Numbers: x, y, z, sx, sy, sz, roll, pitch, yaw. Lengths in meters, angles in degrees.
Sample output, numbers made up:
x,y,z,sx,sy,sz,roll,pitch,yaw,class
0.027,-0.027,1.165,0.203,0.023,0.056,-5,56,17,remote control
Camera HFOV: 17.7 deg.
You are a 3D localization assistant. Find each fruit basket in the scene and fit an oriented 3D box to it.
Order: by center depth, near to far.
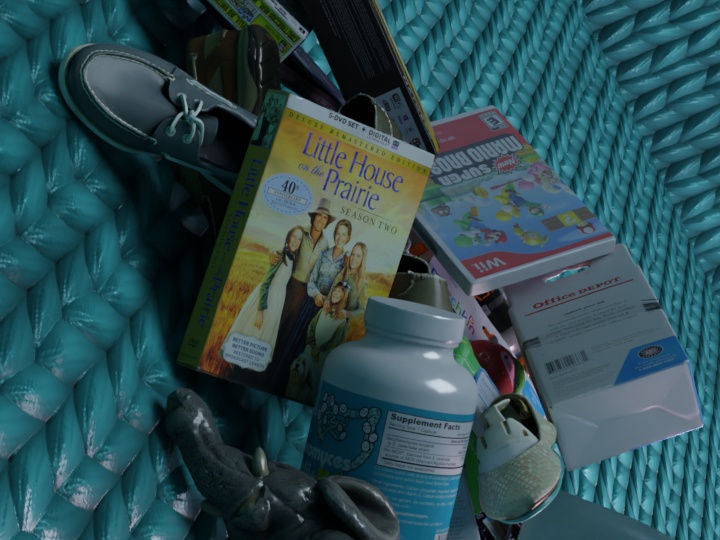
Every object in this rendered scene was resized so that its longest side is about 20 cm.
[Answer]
x,y,z,sx,sy,sz,roll,pitch,yaw,class
0.094,0.098,1.859,0.185,0.094,0.200,56,35,-18,fruit basket

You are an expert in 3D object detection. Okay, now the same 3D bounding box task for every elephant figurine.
x,y,z,sx,sy,sz,roll,pitch,yaw,class
-0.036,0.179,1.494,0.200,0.141,0.156,-116,-162,-50,elephant figurine

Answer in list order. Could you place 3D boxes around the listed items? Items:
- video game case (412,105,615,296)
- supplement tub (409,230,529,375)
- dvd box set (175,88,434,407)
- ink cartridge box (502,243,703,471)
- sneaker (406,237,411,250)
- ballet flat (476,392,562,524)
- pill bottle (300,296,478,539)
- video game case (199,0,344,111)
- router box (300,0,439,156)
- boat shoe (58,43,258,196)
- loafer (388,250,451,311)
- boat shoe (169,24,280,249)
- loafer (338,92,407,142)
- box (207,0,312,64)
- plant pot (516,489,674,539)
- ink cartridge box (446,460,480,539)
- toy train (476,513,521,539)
x,y,z,sx,sy,sz,roll,pitch,yaw,class
0.102,-0.062,1.940,0.200,0.143,0.017,52,-32,40,video game case
0.083,0.008,2.035,0.200,0.122,0.123,56,18,-9,supplement tub
-0.036,-0.010,1.609,0.146,0.029,0.201,21,87,-40,dvd box set
0.191,0.066,1.852,0.200,0.115,0.067,-106,177,-61,ink cartridge box
0.000,0.000,1.871,0.078,0.091,0.201,38,37,-58,sneaker
0.107,0.133,1.684,0.062,0.067,0.200,57,7,-5,ballet flat
0.017,0.122,1.593,0.111,0.110,0.201,3,100,-72,pill bottle
-0.077,-0.191,1.931,0.143,0.019,0.200,50,8,24,video game case
0.002,-0.176,1.858,0.157,0.052,0.201,-66,132,-83,router box
-0.115,-0.105,1.602,0.200,0.062,0.073,29,70,-30,boat shoe
0.024,0.013,1.738,0.075,0.070,0.200,10,10,-25,loafer
-0.101,-0.081,1.707,0.076,0.074,0.201,36,54,-76,boat shoe
-0.028,-0.055,1.697,0.200,0.075,0.070,-65,146,-40,loafer
-0.086,-0.219,1.834,0.110,0.035,0.200,45,9,-5,box
0.193,0.286,1.831,0.201,0.160,0.201,15,90,-81,plant pot
0.065,0.244,1.706,0.200,0.040,0.200,93,-10,-52,ink cartridge box
0.105,0.175,1.998,0.200,0.087,0.114,59,9,-18,toy train
